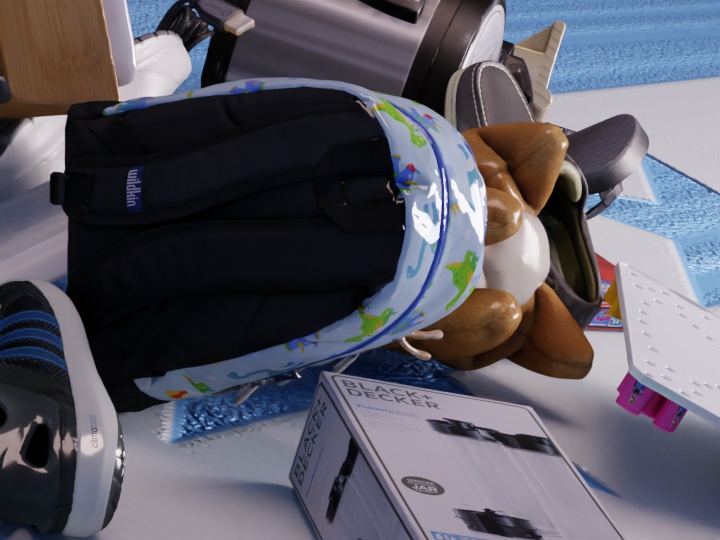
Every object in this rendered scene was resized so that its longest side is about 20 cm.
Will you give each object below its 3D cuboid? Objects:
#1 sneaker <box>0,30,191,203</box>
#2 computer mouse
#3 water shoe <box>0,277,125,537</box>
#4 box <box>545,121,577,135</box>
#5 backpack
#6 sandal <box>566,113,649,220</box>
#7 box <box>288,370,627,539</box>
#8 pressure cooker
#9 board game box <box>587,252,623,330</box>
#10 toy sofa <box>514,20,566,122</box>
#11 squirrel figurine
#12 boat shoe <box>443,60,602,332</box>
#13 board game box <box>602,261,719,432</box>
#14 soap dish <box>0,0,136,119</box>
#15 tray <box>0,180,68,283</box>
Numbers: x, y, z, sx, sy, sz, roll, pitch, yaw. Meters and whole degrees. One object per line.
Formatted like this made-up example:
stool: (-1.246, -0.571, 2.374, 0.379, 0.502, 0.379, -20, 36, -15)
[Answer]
sneaker: (-0.157, -0.074, 1.632, 0.074, 0.087, 0.200, -19, 18, 41)
computer mouse: (-0.088, -0.084, 1.696, 0.046, 0.141, 0.200, 26, 8, -34)
water shoe: (-0.165, 0.053, 1.286, 0.079, 0.072, 0.200, 6, 19, -23)
box: (0.060, -0.087, 1.980, 0.200, 0.044, 0.160, 18, 17, 9)
backpack: (-0.037, -0.021, 1.366, 0.154, 0.164, 0.200, 8, -19, -42)
sandal: (0.135, -0.058, 1.796, 0.043, 0.076, 0.200, 55, -15, -8)
box: (0.047, 0.118, 1.286, 0.116, 0.060, 0.200, 11, 17, -17)
pressure cooker: (0.012, -0.119, 1.820, 0.200, 0.176, 0.179, 20, -15, 11)
board game box: (0.093, 0.007, 1.752, 0.200, 0.019, 0.103, 3, 21, -36)
toy sofa: (0.037, -0.145, 1.962, 0.199, 0.098, 0.083, 16, -8, 2)
squirrel figurine: (0.000, 0.000, 1.531, 0.200, 0.142, 0.186, 11, 21, 40)
boat shoe: (0.104, -0.044, 1.679, 0.072, 0.066, 0.201, 13, 53, -38)
board game box: (0.224, 0.080, 1.545, 0.200, 0.026, 0.200, 30, 16, -6)
soap dish: (-0.210, -0.156, 1.521, 0.081, 0.158, 0.200, -17, 10, -36)
tray: (-0.130, -0.041, 1.503, 0.200, 0.022, 0.107, -26, 25, -3)
